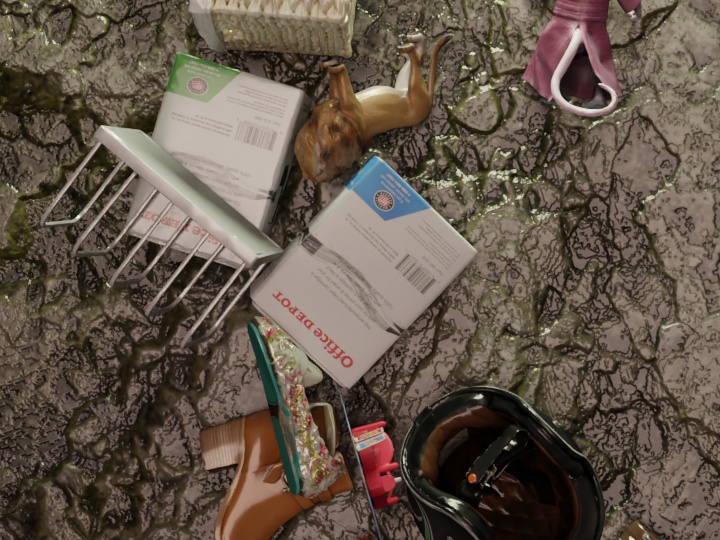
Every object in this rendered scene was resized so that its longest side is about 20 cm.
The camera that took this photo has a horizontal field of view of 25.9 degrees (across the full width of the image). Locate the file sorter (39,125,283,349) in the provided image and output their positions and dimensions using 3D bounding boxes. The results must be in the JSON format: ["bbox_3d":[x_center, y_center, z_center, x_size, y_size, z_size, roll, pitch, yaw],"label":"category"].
[{"bbox_3d":[-0.202,-0.034,1.567,0.200,0.139,0.125,40,97,4],"label":"file sorter"}]

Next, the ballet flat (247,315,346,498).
[{"bbox_3d":[-0.064,0.136,1.610,0.064,0.076,0.201,-17,102,-17],"label":"ballet flat"}]

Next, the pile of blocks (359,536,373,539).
[{"bbox_3d":[0.065,0.329,1.643,0.199,0.082,0.062,20,73,27],"label":"pile of blocks"}]

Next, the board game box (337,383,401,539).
[{"bbox_3d":[0.020,0.202,1.596,0.039,0.200,0.159,-16,105,-1],"label":"board game box"}]

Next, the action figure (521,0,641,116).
[{"bbox_3d":[0.220,-0.267,1.612,0.133,0.149,0.201,9,104,12],"label":"action figure"}]

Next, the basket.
[{"bbox_3d":[-0.081,-0.334,1.612,0.160,0.198,0.201,5,87,1],"label":"basket"}]

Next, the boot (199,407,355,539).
[{"bbox_3d":[-0.081,0.248,1.674,0.155,0.077,0.201,-10,81,2],"label":"boot"}]

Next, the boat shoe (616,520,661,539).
[{"bbox_3d":[0.355,0.328,1.622,0.199,0.072,0.073,27,91,5],"label":"boat shoe"}]

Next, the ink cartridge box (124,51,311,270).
[{"bbox_3d":[-0.151,-0.114,1.672,0.146,0.083,0.201,18,91,5],"label":"ink cartridge box"}]

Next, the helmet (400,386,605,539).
[{"bbox_3d":[0.146,0.229,1.584,0.200,0.200,0.191,-32,129,5],"label":"helmet"}]

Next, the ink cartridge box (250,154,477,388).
[{"bbox_3d":[0.000,0.000,1.641,0.145,0.084,0.200,43,93,-9],"label":"ink cartridge box"}]

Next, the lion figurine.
[{"bbox_3d":[0.018,-0.172,1.649,0.199,0.072,0.123,-18,110,-17],"label":"lion figurine"}]
